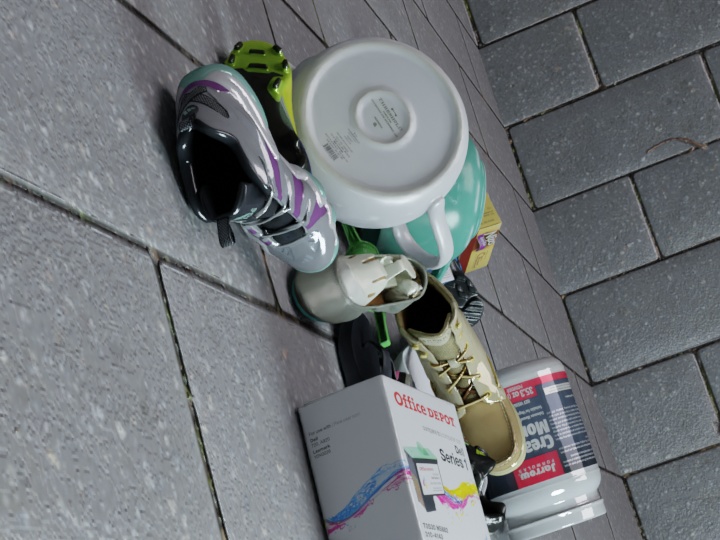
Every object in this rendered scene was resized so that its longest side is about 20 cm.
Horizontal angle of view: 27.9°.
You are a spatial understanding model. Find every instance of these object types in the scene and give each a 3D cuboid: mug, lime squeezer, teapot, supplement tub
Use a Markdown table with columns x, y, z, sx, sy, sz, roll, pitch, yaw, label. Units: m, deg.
| x | y | z | sx | sy | sz | roll | pitch | yaw | label |
| --- | --- | --- | --- | --- | --- | --- | --- | --- | --- |
| 0.068 | -0.069 | 1.576 | 0.152 | 0.113 | 0.186 | -101 | -162 | -58 | mug |
| 0.000 | 0.000 | 1.469 | 0.070 | 0.038 | 0.201 | 24 | 41 | -54 | lime squeezer |
| 0.007 | -0.119 | 1.425 | 0.146 | 0.196 | 0.202 | 126 | -27 | -67 | teapot |
| 0.211 | 0.219 | 1.774 | 0.140 | 0.139 | 0.201 | 21 | 49 | -73 | supplement tub |

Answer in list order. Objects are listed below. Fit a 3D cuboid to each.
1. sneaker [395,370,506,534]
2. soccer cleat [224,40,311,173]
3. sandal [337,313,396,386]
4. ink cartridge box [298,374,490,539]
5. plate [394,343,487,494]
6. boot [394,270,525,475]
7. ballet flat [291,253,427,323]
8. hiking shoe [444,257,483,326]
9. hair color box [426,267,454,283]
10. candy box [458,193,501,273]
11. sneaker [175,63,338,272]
| x | y | z | sx | sy | sz | roll | pitch | yaw | label |
| --- | --- | --- | --- | --- | --- | --- | --- | --- | --- |
| 0.086 | 0.184 | 1.427 | 0.074 | 0.087 | 0.201 | -57 | 126 | -74 | sneaker |
| -0.086 | -0.124 | 1.285 | 0.084 | 0.064 | 0.201 | 100 | -19 | -48 | soccer cleat |
| 0.020 | 0.127 | 1.339 | 0.076 | 0.043 | 0.201 | 52 | 22 | -53 | sandal |
| 0.038 | 0.199 | 1.171 | 0.145 | 0.084 | 0.201 | 28 | 43 | -58 | ink cartridge box |
| 0.083 | 0.167 | 1.564 | 0.200 | 0.032 | 0.201 | -42 | 111 | -77 | plate |
| 0.098 | 0.101 | 1.463 | 0.156 | 0.072 | 0.201 | 55 | 12 | -62 | boot |
| 0.005 | 0.007 | 1.338 | 0.200 | 0.063 | 0.068 | -2 | 65 | -65 | ballet flat |
| 0.089 | -0.013 | 1.825 | 0.087 | 0.074 | 0.201 | 122 | -50 | -76 | hiking shoe |
| 0.043 | -0.071 | 1.697 | 0.100 | 0.060 | 0.201 | -9 | 79 | -77 | hair color box |
| 0.109 | -0.107 | 1.883 | 0.117 | 0.056 | 0.201 | 101 | -31 | -61 | candy box |
| -0.086 | -0.049 | 1.120 | 0.200 | 0.077 | 0.140 | 53 | 21 | -26 | sneaker |
